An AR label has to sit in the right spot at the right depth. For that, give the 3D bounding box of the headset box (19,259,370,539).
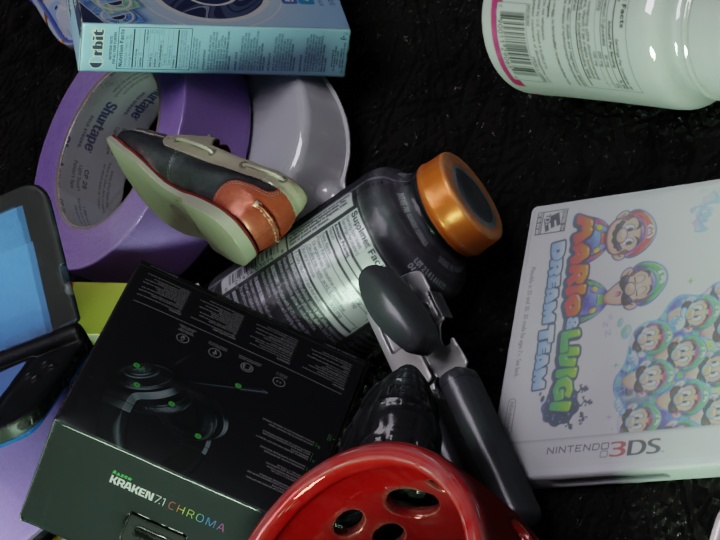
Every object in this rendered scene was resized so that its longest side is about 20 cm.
[{"bbox_3d":[-0.106,0.112,1.665,0.200,0.173,0.093,-69,3,-55],"label":"headset box"}]

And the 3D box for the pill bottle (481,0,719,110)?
[{"bbox_3d":[0.188,-0.166,1.704,0.199,0.113,0.114,11,71,43],"label":"pill bottle"}]

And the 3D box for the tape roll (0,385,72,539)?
[{"bbox_3d":[-0.251,0.167,1.813,0.200,0.200,0.066,-42,89,12],"label":"tape roll"}]

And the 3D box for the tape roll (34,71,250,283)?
[{"bbox_3d":[-0.169,-0.086,1.966,0.200,0.065,0.201,-30,48,41],"label":"tape roll"}]

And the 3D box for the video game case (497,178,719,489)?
[{"bbox_3d":[0.174,0.041,1.649,0.181,0.024,0.201,-8,60,38],"label":"video game case"}]

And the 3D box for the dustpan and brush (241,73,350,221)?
[{"bbox_3d":[-0.038,-0.067,1.891,0.140,0.057,0.200,-60,36,10],"label":"dustpan and brush"}]

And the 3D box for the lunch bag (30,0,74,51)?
[{"bbox_3d":[-0.213,-0.264,2.145,0.160,0.075,0.200,-46,44,12],"label":"lunch bag"}]

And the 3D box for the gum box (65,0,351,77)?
[{"bbox_3d":[-0.120,-0.206,1.931,0.170,0.198,0.045,-108,23,-54],"label":"gum box"}]

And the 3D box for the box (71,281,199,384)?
[{"bbox_3d":[-0.216,0.046,1.870,0.198,0.075,0.050,1,55,-3],"label":"box"}]

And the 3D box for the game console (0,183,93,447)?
[{"bbox_3d":[-0.296,0.053,1.755,0.199,0.119,0.171,-21,19,25],"label":"game console"}]

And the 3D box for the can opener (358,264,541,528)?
[{"bbox_3d":[0.048,0.085,1.652,0.053,0.067,0.201,-39,59,25],"label":"can opener"}]

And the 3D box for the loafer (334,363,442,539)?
[{"bbox_3d":[0.018,0.126,1.636,0.068,0.201,0.071,11,61,-3],"label":"loafer"}]

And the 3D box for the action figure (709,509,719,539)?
[{"bbox_3d":[0.185,0.224,1.445,0.200,0.134,0.149,-45,43,5],"label":"action figure"}]

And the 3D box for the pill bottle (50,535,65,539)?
[{"bbox_3d":[-0.165,0.218,1.766,0.200,0.114,0.115,-41,44,12],"label":"pill bottle"}]

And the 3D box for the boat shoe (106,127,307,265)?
[{"bbox_3d":[-0.111,-0.063,1.798,0.063,0.071,0.200,-43,36,-14],"label":"boat shoe"}]

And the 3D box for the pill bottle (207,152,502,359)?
[{"bbox_3d":[0.000,0.000,1.768,0.199,0.106,0.107,-33,47,20],"label":"pill bottle"}]

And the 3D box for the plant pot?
[{"bbox_3d":[0.041,0.226,1.531,0.200,0.182,0.202,-21,53,30],"label":"plant pot"}]
